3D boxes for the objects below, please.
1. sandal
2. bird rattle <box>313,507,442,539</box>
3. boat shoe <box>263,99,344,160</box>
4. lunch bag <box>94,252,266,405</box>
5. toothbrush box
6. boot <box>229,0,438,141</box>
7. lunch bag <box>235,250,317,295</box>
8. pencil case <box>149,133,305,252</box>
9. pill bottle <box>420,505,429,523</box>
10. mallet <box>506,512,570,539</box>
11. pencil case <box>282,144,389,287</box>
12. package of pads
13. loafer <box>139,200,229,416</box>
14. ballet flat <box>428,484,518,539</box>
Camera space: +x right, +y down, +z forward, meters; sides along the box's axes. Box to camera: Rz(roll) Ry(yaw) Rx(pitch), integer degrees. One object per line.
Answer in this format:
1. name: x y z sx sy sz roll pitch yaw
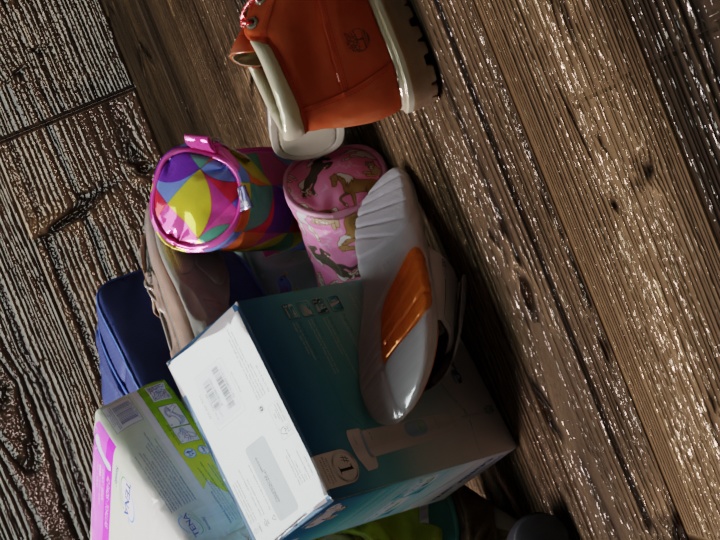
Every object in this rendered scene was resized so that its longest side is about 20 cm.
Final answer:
1. sandal: 0.040 0.016 1.482 0.079 0.059 0.208 -45 33 37
2. bird rattle: -0.039 0.228 1.618 0.112 0.163 0.200 35 139 -5
3. boat shoe: -0.037 -0.151 1.517 0.200 0.071 0.060 95 167 -61
4. lunch bag: -0.120 0.086 1.716 0.200 0.135 0.133 54 156 41
5. toothbrush box: -0.009 0.090 1.502 0.085 0.199 0.147 -39 72 38
6. boot: -0.039 -0.173 1.342 0.075 0.107 0.201 85 163 -70
7. lunch bag: -0.044 0.011 1.836 0.201 0.121 0.171 59 171 18
8. pencil case: -0.078 -0.055 1.664 0.200 0.088 0.089 0 -115 -66
9. pill bottle: 0.079 0.251 1.681 0.200 0.111 0.112 -125 14 -56
10. mallet: 0.153 0.247 1.457 0.201 0.041 0.066 61 174 17
11. pencil case: 0.000 0.000 1.647 0.086 0.083 0.201 25 145 35
12. package of pads: -0.133 0.202 1.600 0.155 0.068 0.201 50 149 35
13. loafer: -0.129 0.029 1.635 0.072 0.063 0.201 25 -148 -47
14. ballet flat: 0.093 0.206 1.574 0.200 0.072 0.068 -105 19 -70
